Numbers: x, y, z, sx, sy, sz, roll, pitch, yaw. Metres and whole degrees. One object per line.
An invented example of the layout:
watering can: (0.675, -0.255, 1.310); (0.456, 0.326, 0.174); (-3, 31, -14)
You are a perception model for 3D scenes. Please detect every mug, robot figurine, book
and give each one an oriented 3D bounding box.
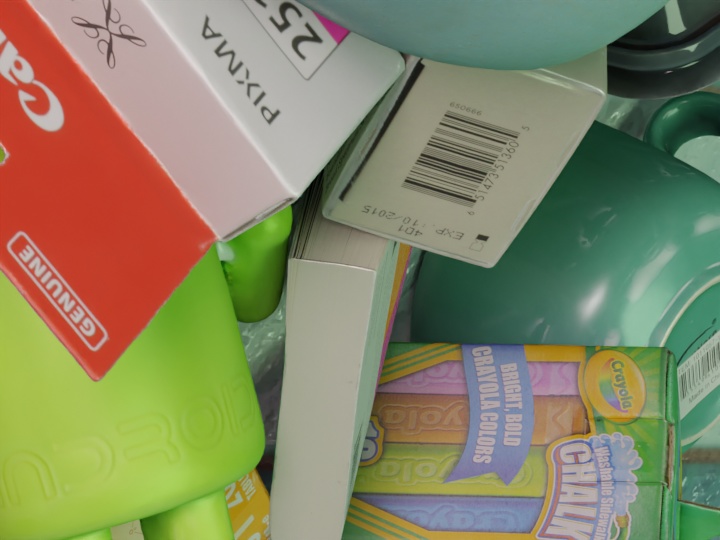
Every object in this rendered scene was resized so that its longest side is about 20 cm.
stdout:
mug: (0.120, 0.004, 1.325); (0.152, 0.114, 0.186); (12, 103, -53)
robot figurine: (-0.103, 0.021, 1.030); (0.175, 0.116, 0.201); (-17, 96, -13)
book: (0.000, 0.000, 1.143); (0.200, 0.048, 0.134); (-76, 174, -57)

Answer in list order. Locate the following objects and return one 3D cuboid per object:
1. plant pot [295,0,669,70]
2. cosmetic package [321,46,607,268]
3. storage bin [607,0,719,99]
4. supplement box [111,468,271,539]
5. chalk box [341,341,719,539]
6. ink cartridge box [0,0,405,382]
plant pot: (0.031, -0.157, 0.895); (0.161, 0.200, 0.201); (42, 78, -33)
cosmetic package: (0.039, -0.113, 1.071); (0.071, 0.200, 0.105); (17, 135, -15)
storage bin: (0.146, -0.180, 1.231); (0.200, 0.145, 0.135); (-36, 126, -31)
supplement box: (-0.128, 0.131, 1.139); (0.200, 0.073, 0.126); (-46, 140, -21)
chalk box: (0.079, 0.114, 1.233); (0.125, 0.199, 0.124); (85, 9, -45)
ink cartridge box: (-0.091, -0.093, 0.900); (0.200, 0.043, 0.174); (51, 38, -12)
